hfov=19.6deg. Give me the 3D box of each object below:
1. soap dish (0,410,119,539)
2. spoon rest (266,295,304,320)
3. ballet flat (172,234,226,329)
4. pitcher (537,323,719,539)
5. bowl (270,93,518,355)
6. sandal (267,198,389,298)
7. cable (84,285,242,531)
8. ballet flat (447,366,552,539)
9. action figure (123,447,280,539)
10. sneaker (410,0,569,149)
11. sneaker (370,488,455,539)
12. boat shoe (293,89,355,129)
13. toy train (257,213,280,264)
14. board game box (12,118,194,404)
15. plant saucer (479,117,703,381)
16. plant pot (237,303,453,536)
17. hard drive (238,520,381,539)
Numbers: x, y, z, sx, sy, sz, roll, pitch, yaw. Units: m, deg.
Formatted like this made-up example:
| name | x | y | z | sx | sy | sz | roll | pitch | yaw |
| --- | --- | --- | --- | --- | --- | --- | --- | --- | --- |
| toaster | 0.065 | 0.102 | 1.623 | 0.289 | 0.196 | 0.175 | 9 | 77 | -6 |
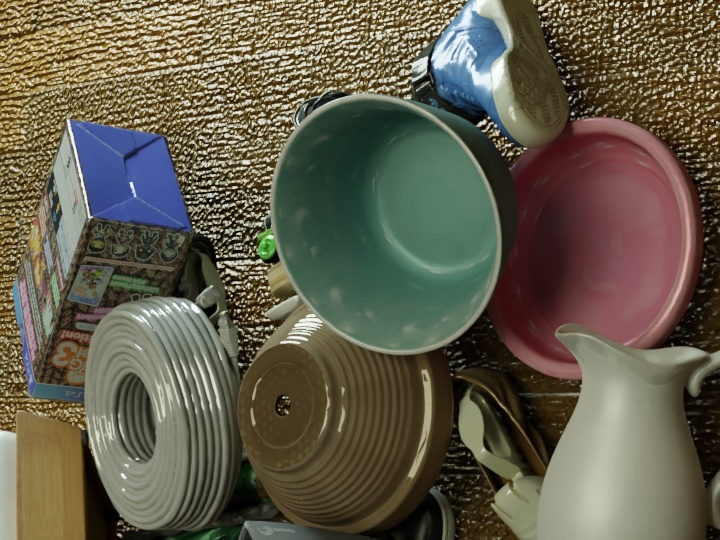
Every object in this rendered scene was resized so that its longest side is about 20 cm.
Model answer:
| name | x | y | z | sx | sy | sz | roll | pitch | yaw |
| --- | --- | --- | --- | --- | --- | --- | --- | --- | --- |
| soap dish | -0.264 | 0.237 | 1.850 | 0.081 | 0.200 | 0.158 | -8 | 57 | 1 |
| spoon rest | -0.016 | 0.118 | 1.753 | 0.099 | 0.061 | 0.201 | -27 | 78 | 37 |
| ballet flat | -0.148 | 0.058 | 1.867 | 0.073 | 0.073 | 0.201 | -21 | 65 | 38 |
| pitcher | 0.215 | 0.146 | 1.495 | 0.171 | 0.121 | 0.201 | 5 | 95 | 4 |
| bowl | 0.042 | -0.045 | 1.598 | 0.200 | 0.105 | 0.202 | 9 | 108 | 30 |
| sandal | 0.004 | 0.000 | 1.741 | 0.211 | 0.077 | 0.070 | -29 | 68 | 43 |
| cable | -0.167 | 0.122 | 1.757 | 0.200 | 0.069 | 0.201 | -16 | 82 | 57 |
| ballet flat | 0.119 | 0.153 | 1.603 | 0.068 | 0.072 | 0.200 | -44 | 56 | 25 |
| action figure | -0.125 | 0.196 | 1.831 | 0.199 | 0.055 | 0.119 | -21 | 65 | 33 |
| sneaker | 0.096 | -0.138 | 1.651 | 0.111 | 0.077 | 0.200 | -43 | 34 | 27 |
| sneaker | -0.009 | 0.260 | 1.670 | 0.073 | 0.112 | 0.200 | 42 | 110 | 38 |
| boat shoe | -0.013 | -0.120 | 1.748 | 0.070 | 0.066 | 0.200 | -51 | 31 | -1 |
| toy train | -0.014 | -0.058 | 1.789 | 0.200 | 0.042 | 0.057 | -25 | 56 | 36 |
| board game box | -0.235 | -0.005 | 1.873 | 0.160 | 0.096 | 0.201 | -111 | 36 | -50 |
| plant saucer | 0.182 | -0.014 | 1.594 | 0.200 | 0.051 | 0.202 | -9 | 76 | 40 |
| plant pot | -0.031 | 0.109 | 1.648 | 0.200 | 0.093 | 0.202 | -9 | 76 | 40 |
| hard drive | -0.018 | 0.272 | 1.614 | 0.042 | 0.199 | 0.135 | 37 | 108 | 60 |
